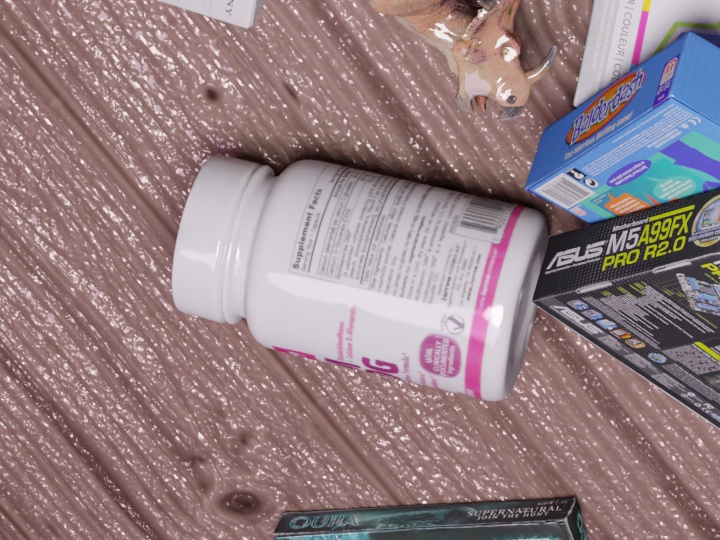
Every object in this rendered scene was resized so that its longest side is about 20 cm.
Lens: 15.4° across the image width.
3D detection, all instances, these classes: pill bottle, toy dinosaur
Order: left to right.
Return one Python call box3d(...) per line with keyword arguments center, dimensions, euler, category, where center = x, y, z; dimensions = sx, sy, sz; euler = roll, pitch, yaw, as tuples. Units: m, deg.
box3d(center=(0.000, 0.000, 1.534), dimensions=(0.200, 0.113, 0.114), euler=(13, 123, 11), category="pill bottle")
box3d(center=(0.037, -0.181, 1.409), dimensions=(0.135, 0.086, 0.200), euler=(6, 142, 13), category="toy dinosaur")

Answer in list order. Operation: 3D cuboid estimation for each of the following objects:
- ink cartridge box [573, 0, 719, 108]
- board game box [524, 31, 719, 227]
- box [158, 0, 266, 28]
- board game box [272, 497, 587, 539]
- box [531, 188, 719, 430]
box3d(center=(0.222, -0.120, 1.420), dimensions=(0.200, 0.059, 0.104), euler=(15, 124, 9), category="ink cartridge box")
box3d(center=(0.211, -0.039, 1.420), dimensions=(0.200, 0.045, 0.152), euler=(28, 152, -17), category="board game box")
box3d(center=(-0.128, -0.203, 1.433), dimensions=(0.200, 0.144, 0.036), euler=(19, 125, 6), category="box")
box3d(center=(0.055, 0.210, 1.694), dimensions=(0.200, 0.028, 0.136), euler=(-5, 118, 21), category="board game box")
box3d(center=(0.219, 0.032, 1.452), dimensions=(0.200, 0.044, 0.160), euler=(33, 150, -28), category="box")
